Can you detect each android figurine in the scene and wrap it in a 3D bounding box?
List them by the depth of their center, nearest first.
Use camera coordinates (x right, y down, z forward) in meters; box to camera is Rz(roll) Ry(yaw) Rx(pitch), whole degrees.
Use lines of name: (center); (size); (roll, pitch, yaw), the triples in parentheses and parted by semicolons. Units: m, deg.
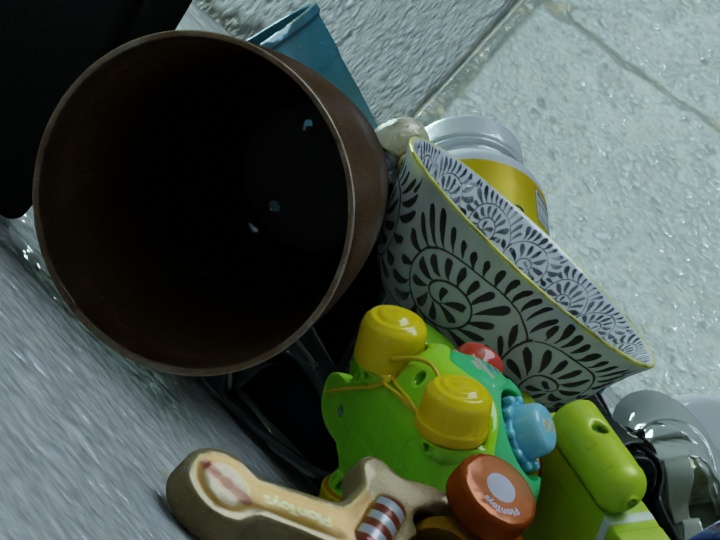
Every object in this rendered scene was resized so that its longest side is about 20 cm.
android figurine: (0.117, 0.165, 1.456); (0.041, 0.182, 0.200); (-3, 41, -27)

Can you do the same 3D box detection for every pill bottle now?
pill bottle: (0.076, -0.010, 1.808); (0.112, 0.112, 0.200); (39, 32, -34)

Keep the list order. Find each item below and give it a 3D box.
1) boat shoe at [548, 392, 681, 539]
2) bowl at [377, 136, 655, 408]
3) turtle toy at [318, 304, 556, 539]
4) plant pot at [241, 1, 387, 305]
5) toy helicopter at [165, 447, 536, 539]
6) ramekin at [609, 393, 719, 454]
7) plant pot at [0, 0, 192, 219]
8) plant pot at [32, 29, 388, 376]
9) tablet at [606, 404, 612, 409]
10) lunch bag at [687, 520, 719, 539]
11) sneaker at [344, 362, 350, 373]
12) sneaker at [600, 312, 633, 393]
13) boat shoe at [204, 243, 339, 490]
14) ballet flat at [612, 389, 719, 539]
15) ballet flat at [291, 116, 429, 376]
boat shoe: (0.153, 0.126, 1.554); (0.069, 0.057, 0.200); (42, 20, -28)
bowl: (0.073, 0.021, 1.574); (0.201, 0.094, 0.201); (41, 10, -9)
turtle toy: (0.040, 0.092, 1.443); (0.101, 0.146, 0.200); (-1, 29, -28)
plant pot: (-0.061, -0.043, 1.712); (0.188, 0.200, 0.200); (56, 4, -8)
toy helicopter: (-0.004, 0.141, 1.272); (0.200, 0.079, 0.132); (22, 41, -25)
ramekin: (0.222, 0.182, 1.817); (0.200, 0.098, 0.201); (17, 62, -36)
plant pot: (-0.187, -0.188, 1.509); (0.200, 0.177, 0.200); (43, 44, -8)
plant pot: (-0.061, -0.046, 1.499); (0.187, 0.187, 0.200); (43, 17, 9)
tablet: (0.155, 0.161, 1.909); (0.200, 0.130, 0.014); (41, 14, -21)
lunch bag: (0.172, 0.207, 1.317); (0.151, 0.200, 0.094); (36, 8, -44)
sneaker: (0.041, 0.106, 1.818); (0.200, 0.075, 0.081); (43, 6, -3)
sneaker: (0.133, 0.130, 1.706); (0.079, 0.200, 0.131); (2, 46, -54)
boat shoe: (-0.058, 0.053, 1.555); (0.200, 0.073, 0.062); (49, 3, 11)
ballet flat: (0.198, 0.151, 1.590); (0.069, 0.069, 0.200); (35, 37, -52)
ballet flat: (0.000, 0.000, 1.618); (0.066, 0.200, 0.057); (25, -4, -30)
